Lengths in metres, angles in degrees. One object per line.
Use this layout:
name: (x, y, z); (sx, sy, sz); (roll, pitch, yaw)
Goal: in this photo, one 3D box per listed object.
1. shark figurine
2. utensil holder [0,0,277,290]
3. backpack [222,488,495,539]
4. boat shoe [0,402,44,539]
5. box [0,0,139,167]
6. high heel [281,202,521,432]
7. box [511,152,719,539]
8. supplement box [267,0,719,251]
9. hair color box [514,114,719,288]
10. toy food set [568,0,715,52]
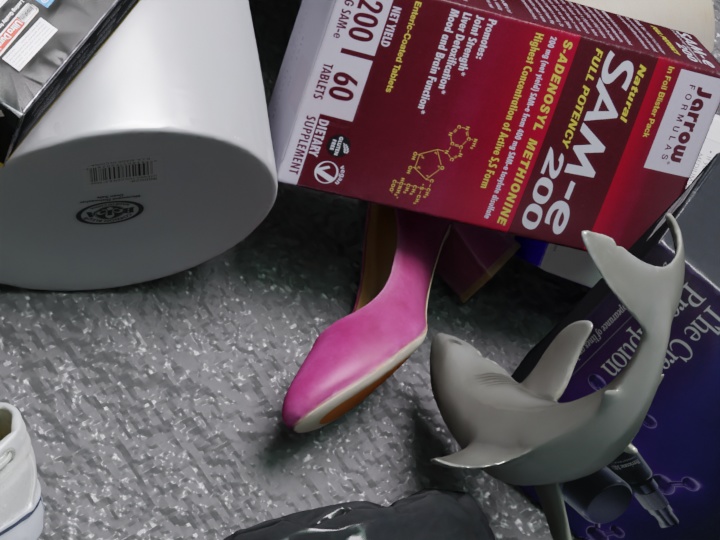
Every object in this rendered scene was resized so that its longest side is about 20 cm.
shark figurine: (0.077, 0.063, 0.956); (0.089, 0.214, 0.128); (-6, 75, -27)
utensil holder: (-0.132, -0.112, 1.025); (0.170, 0.170, 0.200); (0, 64, -25)
backpack: (0.018, 0.200, 0.927); (0.167, 0.127, 0.200); (-7, 67, -33)
boat shoe: (-0.216, 0.104, 0.884); (0.202, 0.086, 0.075); (-24, 36, -36)
box: (-0.158, -0.163, 0.917); (0.160, 0.049, 0.200); (34, 58, -2)
high heel: (0.000, 0.000, 1.075); (0.096, 0.067, 0.200); (46, 50, 2)
box: (0.161, 0.060, 1.033); (0.141, 0.200, 0.079); (38, 51, 1)
supplement box: (0.063, -0.079, 1.041); (0.200, 0.109, 0.061); (12, 23, -17)
hair color box: (0.194, -0.024, 1.158); (0.200, 0.065, 0.109); (20, 94, -13)
toy food set: (0.081, -0.160, 1.183); (0.143, 0.060, 0.200); (-9, 35, -30)
